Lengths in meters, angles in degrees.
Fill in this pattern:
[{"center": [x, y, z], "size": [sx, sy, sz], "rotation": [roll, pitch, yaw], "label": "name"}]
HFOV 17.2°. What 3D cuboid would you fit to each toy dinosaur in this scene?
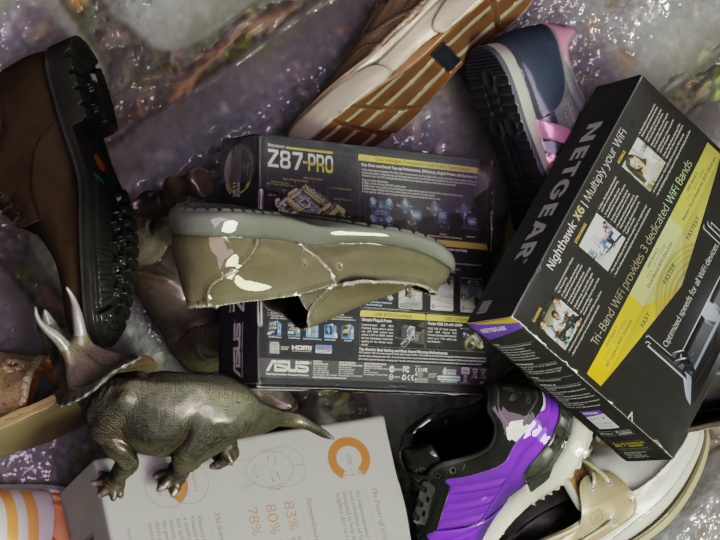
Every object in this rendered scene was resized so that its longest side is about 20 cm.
[{"center": [-0.112, 0.091, 1.436], "size": [0.200, 0.102, 0.077], "rotation": [16, 55, -6], "label": "toy dinosaur"}]

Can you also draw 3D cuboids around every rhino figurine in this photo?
[{"center": [-0.098, 0.032, 1.554], "size": [0.060, 0.087, 0.200], "rotation": [-48, 117, -47], "label": "rhino figurine"}]

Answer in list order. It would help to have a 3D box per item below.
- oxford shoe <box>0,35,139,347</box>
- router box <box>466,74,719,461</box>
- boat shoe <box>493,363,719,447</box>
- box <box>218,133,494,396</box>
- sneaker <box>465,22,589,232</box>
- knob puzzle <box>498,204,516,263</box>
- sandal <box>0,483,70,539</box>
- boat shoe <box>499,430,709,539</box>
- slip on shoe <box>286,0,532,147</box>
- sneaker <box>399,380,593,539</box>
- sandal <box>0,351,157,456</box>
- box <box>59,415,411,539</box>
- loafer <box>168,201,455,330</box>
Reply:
[{"center": [-0.190, -0.041, 1.492], "size": [0.084, 0.073, 0.200], "rotation": [-17, 70, 13], "label": "oxford shoe"}, {"center": [0.179, -0.001, 1.550], "size": [0.157, 0.052, 0.200], "rotation": [41, 65, -22], "label": "router box"}, {"center": [0.182, 0.082, 1.620], "size": [0.200, 0.073, 0.075], "rotation": [-14, 109, 1], "label": "boat shoe"}, {"center": [0.000, 0.000, 1.545], "size": [0.200, 0.049, 0.162], "rotation": [3, 86, -39], "label": "box"}, {"center": [0.140, -0.071, 1.601], "size": [0.082, 0.070, 0.200], "rotation": [-28, 112, -26], "label": "sneaker"}, {"center": [0.181, 0.008, 1.663], "size": [0.219, 0.030, 0.220], "rotation": [-1, 100, -4], "label": "knob puzzle"}, {"center": [-0.264, 0.181, 1.531], "size": [0.206, 0.059, 0.079], "rotation": [3, 98, -19], "label": "sandal"}, {"center": [0.159, 0.160, 1.653], "size": [0.200, 0.075, 0.068], "rotation": [-44, 129, -7], "label": "boat shoe"}, {"center": [0.025, -0.149, 1.576], "size": [0.200, 0.061, 0.076], "rotation": [-42, 154, 4], "label": "slip on shoe"}, {"center": [0.059, 0.142, 1.594], "size": [0.099, 0.070, 0.200], "rotation": [25, 121, -24], "label": "sneaker"}, {"center": [-0.233, 0.083, 1.519], "size": [0.212, 0.078, 0.070], "rotation": [-31, 76, -27], "label": "sandal"}, {"center": [-0.077, 0.176, 1.531], "size": [0.200, 0.097, 0.125], "rotation": [-7, 75, -22], "label": "box"}, {"center": [-0.032, 0.000, 1.453], "size": [0.200, 0.075, 0.070], "rotation": [6, 93, -32], "label": "loafer"}]
